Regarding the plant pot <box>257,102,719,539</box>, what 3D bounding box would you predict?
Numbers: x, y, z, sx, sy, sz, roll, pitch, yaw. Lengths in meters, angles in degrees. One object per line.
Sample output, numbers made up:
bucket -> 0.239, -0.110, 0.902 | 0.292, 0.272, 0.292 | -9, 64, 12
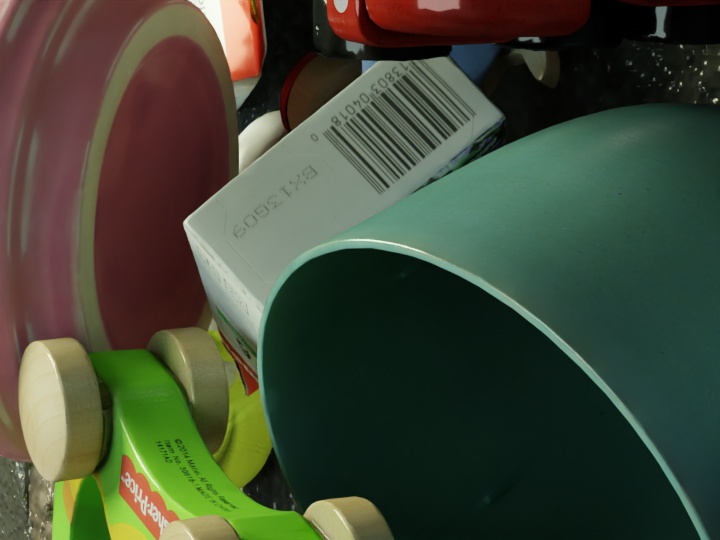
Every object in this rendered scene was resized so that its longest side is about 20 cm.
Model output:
plant pot -> 0.092, 0.038, 0.739 | 0.200, 0.161, 0.202 | 34, 143, 30

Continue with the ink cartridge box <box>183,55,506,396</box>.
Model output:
ink cartridge box -> 0.000, 0.000, 0.847 | 0.050, 0.109, 0.200 | 47, 168, 18

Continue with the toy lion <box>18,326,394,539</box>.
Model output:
toy lion -> -0.056, 0.142, 0.745 | 0.200, 0.068, 0.193 | 42, 130, 52

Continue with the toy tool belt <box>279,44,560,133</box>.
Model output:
toy tool belt -> 0.029, -0.115, 0.852 | 0.123, 0.124, 0.201 | 42, 126, 48

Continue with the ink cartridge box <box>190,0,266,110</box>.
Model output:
ink cartridge box -> -0.075, -0.153, 0.956 | 0.200, 0.047, 0.162 | 158, 105, -83

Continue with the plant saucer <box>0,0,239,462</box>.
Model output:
plant saucer -> -0.094, -0.026, 0.847 | 0.050, 0.200, 0.202 | 7, 102, 18

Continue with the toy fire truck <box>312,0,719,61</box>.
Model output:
toy fire truck -> 0.090, -0.091, 0.684 | 0.200, 0.175, 0.130 | -157, 65, -63

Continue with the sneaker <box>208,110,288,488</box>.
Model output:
sneaker -> -0.074, 0.002, 1.024 | 0.105, 0.075, 0.201 | 42, 126, 39
